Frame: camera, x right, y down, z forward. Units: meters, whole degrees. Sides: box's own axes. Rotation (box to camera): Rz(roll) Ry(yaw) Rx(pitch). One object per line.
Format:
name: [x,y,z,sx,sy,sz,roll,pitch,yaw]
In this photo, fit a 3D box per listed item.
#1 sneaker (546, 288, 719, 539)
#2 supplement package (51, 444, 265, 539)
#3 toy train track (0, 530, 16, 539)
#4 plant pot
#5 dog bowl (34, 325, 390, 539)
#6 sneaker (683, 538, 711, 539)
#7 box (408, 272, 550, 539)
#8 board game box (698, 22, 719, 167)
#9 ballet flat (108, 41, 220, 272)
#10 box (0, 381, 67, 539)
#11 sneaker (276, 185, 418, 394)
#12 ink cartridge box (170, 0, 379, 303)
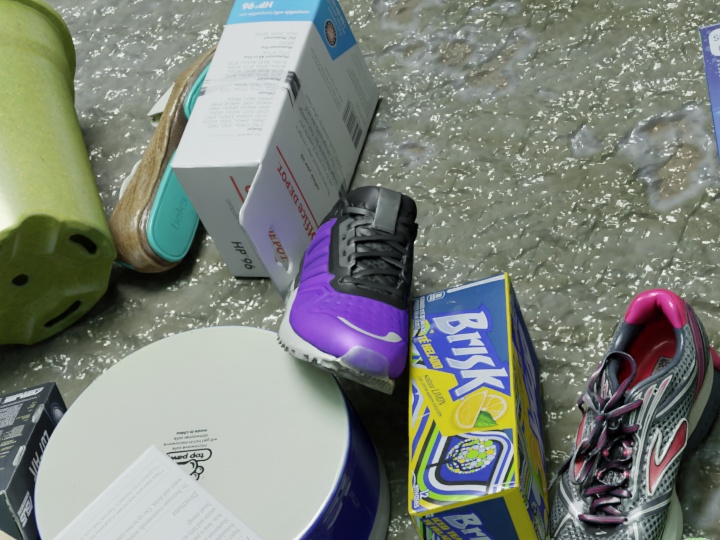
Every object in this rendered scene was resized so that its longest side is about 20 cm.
sneaker: [0.144,0.102,1.338,0.080,0.075,0.200,4,55,26]
supplement package: [-0.081,0.214,1.212,0.200,0.120,0.121,40,50,8]
toy train track: [-0.183,0.216,1.284,0.200,0.033,0.115,30,68,8]
plant pot: [-0.253,-0.055,1.578,0.200,0.201,0.184,-28,57,-1]
dog bowl: [-0.088,0.133,1.406,0.199,0.079,0.201,-12,48,13]
sneaker: [0.179,0.223,1.221,0.084,0.077,0.200,-3,52,26]
box: [0.067,0.090,1.354,0.064,0.070,0.200,-15,33,11]
board game box: [0.316,-0.117,1.474,0.199,0.034,0.136,-12,48,13]
ballet flat: [-0.122,-0.081,1.624,0.072,0.068,0.200,-8,51,43]
box: [-0.284,0.143,1.461,0.199,0.044,0.160,-17,20,9]
sneaker: [-0.001,0.000,1.413,0.200,0.069,0.100,-109,42,-72]
ink cartridge box: [-0.058,-0.076,1.545,0.068,0.116,0.200,0,52,24]
